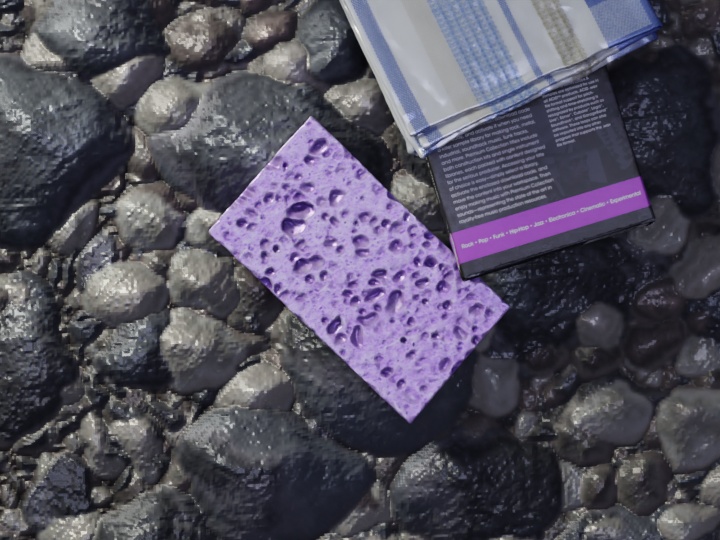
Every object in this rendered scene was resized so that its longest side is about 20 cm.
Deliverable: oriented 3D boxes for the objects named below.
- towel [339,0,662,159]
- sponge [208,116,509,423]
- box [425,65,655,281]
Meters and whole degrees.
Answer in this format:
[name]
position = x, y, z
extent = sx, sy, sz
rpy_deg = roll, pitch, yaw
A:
[towel]
position = 0.093, -0.182, 1.347
extent = 0.199, 0.024, 0.148
rpy_deg = -26, 81, -6
[sponge]
position = 0.000, 0.000, 1.380
extent = 0.200, 0.030, 0.112
rpy_deg = 43, 89, -4
[box]
position = 0.110, -0.109, 1.368
extent = 0.142, 0.036, 0.202
rpy_deg = -16, 86, -4
